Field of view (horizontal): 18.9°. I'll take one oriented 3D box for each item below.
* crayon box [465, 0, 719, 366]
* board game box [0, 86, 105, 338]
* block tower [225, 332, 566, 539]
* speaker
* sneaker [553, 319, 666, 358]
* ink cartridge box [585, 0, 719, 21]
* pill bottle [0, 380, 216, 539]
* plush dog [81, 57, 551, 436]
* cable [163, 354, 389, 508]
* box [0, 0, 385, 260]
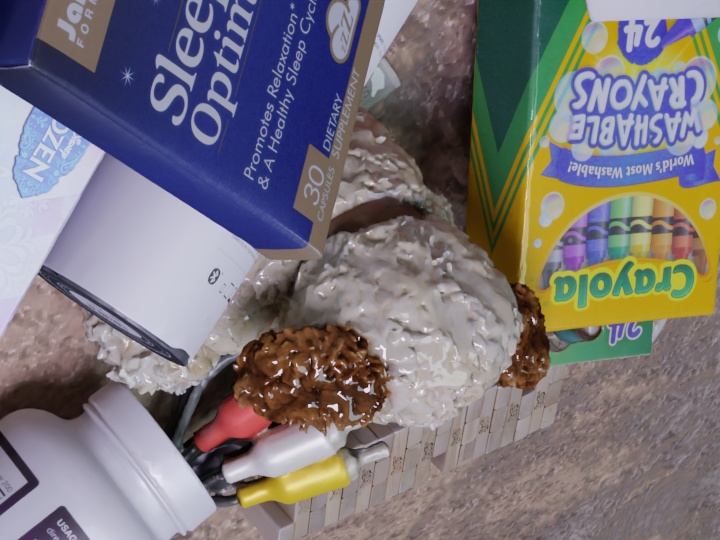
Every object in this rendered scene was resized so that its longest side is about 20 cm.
[{"bbox_3d":[0.116,-0.045,1.053,0.125,0.051,0.202,-5,105,-31],"label":"crayon box"},{"bbox_3d":[-0.204,-0.029,0.726,0.198,0.043,0.201,31,87,-29],"label":"board game box"},{"bbox_3d":[0.024,0.078,1.158,0.199,0.054,0.058,-23,138,-30],"label":"block tower"},{"bbox_3d":[-0.049,-0.066,0.878,0.201,0.081,0.081,-58,146,-8],"label":"speaker"},{"bbox_3d":[0.147,-0.054,1.152,0.071,0.080,0.201,29,85,-32],"label":"sneaker"},{"bbox_3d":[0.085,-0.181,0.879,0.200,0.172,0.044,68,26,-52],"label":"ink cartridge box"},{"bbox_3d":[-0.165,0.141,0.974,0.200,0.112,0.113,-38,144,-10],"label":"pill bottle"},{"bbox_3d":[0.000,0.000,0.951,0.199,0.172,0.161,-12,133,-37],"label":"plush dog"},{"bbox_3d":[-0.088,0.105,1.054,0.199,0.050,0.097,-34,119,1],"label":"cable"},{"bbox_3d":[-0.065,-0.096,0.750,0.200,0.032,0.122,32,66,-48],"label":"box"}]
